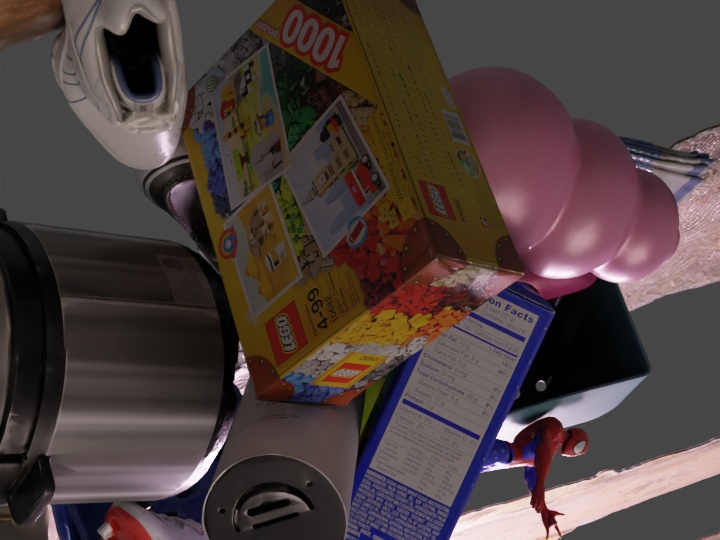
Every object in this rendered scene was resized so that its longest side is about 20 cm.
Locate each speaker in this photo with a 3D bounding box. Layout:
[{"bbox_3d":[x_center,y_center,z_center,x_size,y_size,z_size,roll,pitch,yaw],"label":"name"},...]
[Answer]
[{"bbox_3d":[-0.040,0.102,0.766,0.080,0.082,0.200,-24,-164,10],"label":"speaker"}]

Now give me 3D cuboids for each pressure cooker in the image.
[{"bbox_3d":[-0.197,0.056,0.794,0.198,0.181,0.175,6,-177,-42],"label":"pressure cooker"}]

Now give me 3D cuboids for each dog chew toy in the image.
[{"bbox_3d":[0.126,-0.053,0.845,0.198,0.126,0.125,21,139,-19],"label":"dog chew toy"}]

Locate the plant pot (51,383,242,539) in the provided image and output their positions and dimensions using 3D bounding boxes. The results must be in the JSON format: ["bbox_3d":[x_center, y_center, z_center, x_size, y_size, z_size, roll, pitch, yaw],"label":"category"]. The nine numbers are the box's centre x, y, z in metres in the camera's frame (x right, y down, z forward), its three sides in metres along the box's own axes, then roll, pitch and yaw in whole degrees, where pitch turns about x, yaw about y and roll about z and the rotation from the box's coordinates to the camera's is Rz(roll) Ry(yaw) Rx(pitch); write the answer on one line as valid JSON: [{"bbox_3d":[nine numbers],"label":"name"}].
[{"bbox_3d":[-0.159,0.214,1.082,0.178,0.200,0.202,-16,129,-19],"label":"plant pot"}]

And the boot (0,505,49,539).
[{"bbox_3d":[-0.364,0.280,1.158,0.198,0.156,0.072,-23,153,8],"label":"boot"}]

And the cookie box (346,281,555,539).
[{"bbox_3d":[0.048,0.094,0.839,0.074,0.202,0.171,25,-176,1],"label":"cookie box"}]

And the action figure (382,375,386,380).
[{"bbox_3d":[0.000,0.000,0.894,0.068,0.132,0.201,-7,155,-5],"label":"action figure"}]

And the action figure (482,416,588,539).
[{"bbox_3d":[0.109,0.176,1.033,0.198,0.100,0.065,-10,161,-25],"label":"action figure"}]

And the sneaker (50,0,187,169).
[{"bbox_3d":[-0.125,-0.106,0.670,0.074,0.088,0.201,-16,154,-9],"label":"sneaker"}]

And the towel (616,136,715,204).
[{"bbox_3d":[0.154,-0.060,0.980,0.198,0.024,0.147,8,145,-26],"label":"towel"}]

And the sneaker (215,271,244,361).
[{"bbox_3d":[-0.058,0.038,1.019,0.198,0.075,0.080,10,157,-36],"label":"sneaker"}]

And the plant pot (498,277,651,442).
[{"bbox_3d":[0.149,0.078,1.142,0.139,0.143,0.200,-14,158,-8],"label":"plant pot"}]

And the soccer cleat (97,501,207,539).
[{"bbox_3d":[-0.128,0.204,0.915,0.085,0.068,0.201,-44,147,-22],"label":"soccer cleat"}]

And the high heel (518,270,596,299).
[{"bbox_3d":[0.093,0.032,1.009,0.197,0.097,0.067,2,156,-10],"label":"high heel"}]

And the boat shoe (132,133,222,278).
[{"bbox_3d":[-0.077,-0.029,0.860,0.072,0.072,0.200,-28,151,19],"label":"boat shoe"}]

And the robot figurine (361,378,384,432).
[{"bbox_3d":[-0.015,0.135,1.125,0.199,0.177,0.116,-18,131,45],"label":"robot figurine"}]

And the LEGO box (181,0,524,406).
[{"bbox_3d":[-0.014,-0.048,0.722,0.077,0.202,0.149,11,141,-45],"label":"LEGO box"}]
